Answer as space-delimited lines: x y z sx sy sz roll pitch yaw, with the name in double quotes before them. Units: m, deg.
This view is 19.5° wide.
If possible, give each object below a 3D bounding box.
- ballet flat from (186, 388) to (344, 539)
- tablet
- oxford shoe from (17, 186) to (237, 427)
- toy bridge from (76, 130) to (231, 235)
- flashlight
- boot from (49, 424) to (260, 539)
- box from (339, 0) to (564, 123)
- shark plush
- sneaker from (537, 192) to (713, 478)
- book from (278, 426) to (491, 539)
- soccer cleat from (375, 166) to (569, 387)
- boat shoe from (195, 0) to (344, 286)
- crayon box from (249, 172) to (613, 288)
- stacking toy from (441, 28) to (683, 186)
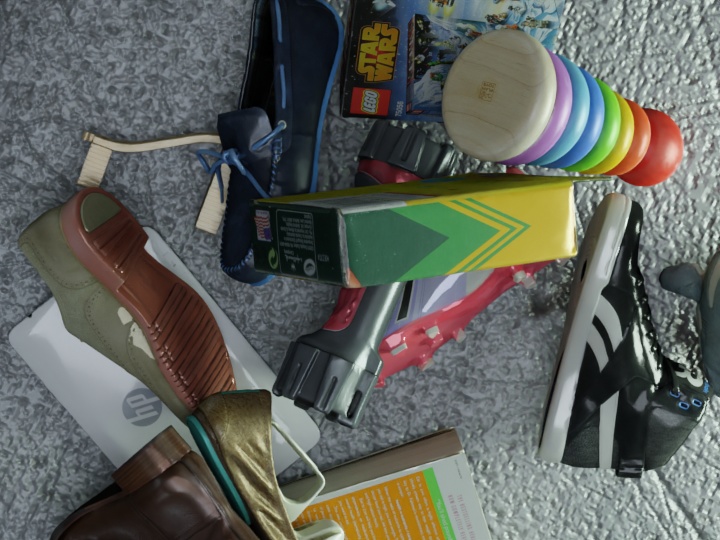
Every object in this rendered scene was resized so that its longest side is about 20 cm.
"ballet flat" -0.054 0.167 1.428 0.072 0.068 0.200 -24 107 -15
"tablet" -0.137 0.082 1.474 0.130 0.014 0.200 -38 101 4
"oxford shoe" -0.155 0.035 1.434 0.074 0.071 0.200 -22 109 32
"toy bridge" -0.096 -0.059 1.441 0.200 0.027 0.067 20 97 -8
"flashlight" 0.000 0.000 1.413 0.068 0.068 0.200 29 81 -28
"boot" -0.110 0.222 1.416 0.200 0.186 0.064 49 50 3
"box" 0.062 -0.176 1.364 0.137 0.040 0.200 3 140 -5
"shark plush" 0.275 0.021 1.412 0.091 0.200 0.083 9 69 -16
"sneaker" 0.197 0.048 1.460 0.112 0.073 0.200 12 110 -2
"book" -0.006 0.207 1.491 0.200 0.048 0.134 -18 109 0
"soccer cleat" 0.053 0.009 1.456 0.200 0.067 0.077 -35 66 11
"boat shoe" -0.071 -0.090 1.391 0.069 0.084 0.200 23 66 -36
"crayon box" 0.046 -0.029 1.326 0.200 0.127 0.051 -8 98 -27
"stacking toy" 0.144 -0.097 1.391 0.200 0.085 0.085 14 103 -49
